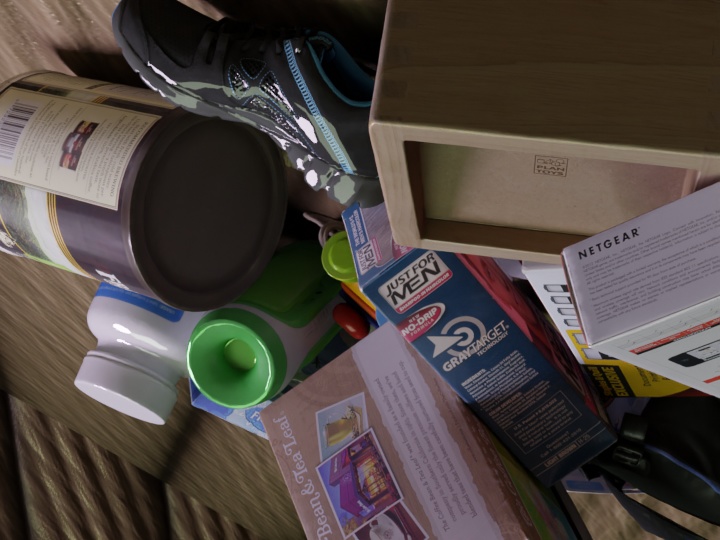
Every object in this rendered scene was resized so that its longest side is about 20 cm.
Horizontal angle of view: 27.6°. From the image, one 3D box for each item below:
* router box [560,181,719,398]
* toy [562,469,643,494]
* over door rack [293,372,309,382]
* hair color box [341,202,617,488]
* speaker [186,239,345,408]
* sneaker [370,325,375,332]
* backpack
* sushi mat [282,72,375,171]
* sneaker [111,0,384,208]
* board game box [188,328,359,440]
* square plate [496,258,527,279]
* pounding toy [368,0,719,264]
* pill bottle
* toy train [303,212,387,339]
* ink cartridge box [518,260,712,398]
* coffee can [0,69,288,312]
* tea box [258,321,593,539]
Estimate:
[{"bbox_3d":[0.220,-0.005,0.661,0.200,0.049,0.179,-25,155,27],"label":"router box"},{"bbox_3d":[0.212,0.134,1.226,0.115,0.047,0.200,3,-170,-3],"label":"toy"},{"bbox_3d":[0.016,0.097,1.327,0.200,0.067,0.148,25,-157,-8],"label":"over door rack"},{"bbox_3d":[0.076,0.035,0.924,0.200,0.060,0.100,47,-166,-27],"label":"hair color box"},{"bbox_3d":[-0.066,0.039,1.179,0.088,0.089,0.200,20,-156,12],"label":"speaker"},{"bbox_3d":[0.063,0.032,1.205,0.200,0.067,0.090,8,150,41],"label":"sneaker"},{"bbox_3d":[0.221,0.105,1.051,0.200,0.154,0.190,41,161,-27],"label":"backpack"},{"bbox_3d":[-0.032,-0.103,0.998,0.096,0.012,0.200,25,163,0],"label":"sushi mat"},{"bbox_3d":[-0.053,-0.122,0.872,0.200,0.073,0.082,30,129,2],"label":"sneaker"},{"bbox_3d":[-0.069,0.084,1.340,0.199,0.043,0.200,29,-155,-28],"label":"board game box"},{"bbox_3d":[0.095,-0.044,0.964,0.198,0.028,0.200,12,160,21],"label":"square plate"},{"bbox_3d":[0.085,-0.089,0.723,0.184,0.142,0.200,7,162,8],"label":"pounding toy"},{"bbox_3d":[-0.159,0.020,1.216,0.112,0.200,0.112,22,163,7],"label":"pill bottle"},{"bbox_3d":[0.000,0.000,1.109,0.200,0.085,0.116,42,179,26],"label":"toy train"},{"bbox_3d":[0.163,0.004,0.862,0.175,0.084,0.200,-3,154,22],"label":"ink cartridge box"},{"bbox_3d":[-0.173,-0.063,1.058,0.200,0.147,0.146,15,162,40],"label":"coffee can"},{"bbox_3d":[0.060,0.169,0.965,0.197,0.134,0.200,43,-165,-46],"label":"tea box"}]
